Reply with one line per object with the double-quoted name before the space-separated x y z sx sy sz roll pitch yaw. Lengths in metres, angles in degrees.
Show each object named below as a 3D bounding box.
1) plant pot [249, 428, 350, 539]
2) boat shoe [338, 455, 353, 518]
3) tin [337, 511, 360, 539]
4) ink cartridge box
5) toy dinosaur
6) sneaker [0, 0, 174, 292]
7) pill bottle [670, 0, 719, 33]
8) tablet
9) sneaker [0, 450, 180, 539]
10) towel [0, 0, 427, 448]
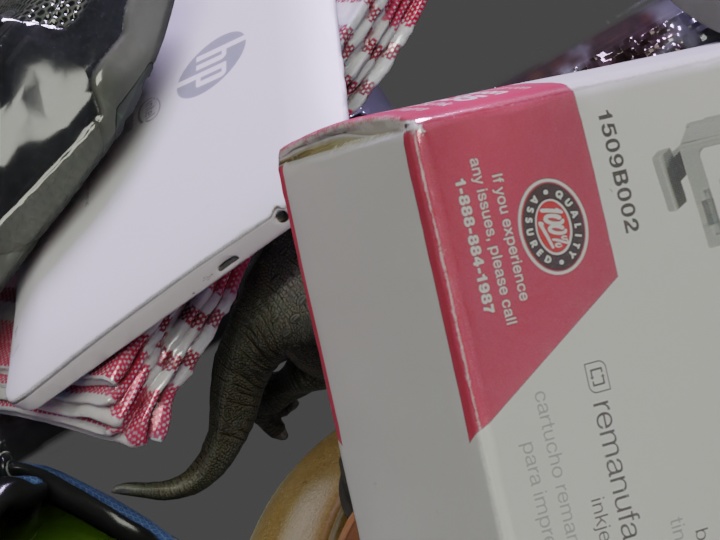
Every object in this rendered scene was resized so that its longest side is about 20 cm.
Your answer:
"plant pot" 0.061 0.109 0.843 0.199 0.028 0.201 5 54 -7
"boat shoe" 0.079 0.032 0.859 0.199 0.057 0.067 -16 65 -27
"tin" 0.079 0.078 0.793 0.200 0.042 0.112 -32 95 -25
"ink cartridge box" 0.095 0.015 0.732 0.199 0.083 0.147 -14 91 -27
"toy dinosaur" 0.000 0.000 0.886 0.199 0.102 0.077 -23 66 -11
"sneaker" -0.140 -0.053 0.859 0.114 0.076 0.200 41 76 -21
"pill bottle" 0.174 -0.173 0.939 0.200 0.112 0.111 -42 69 -11
"tablet" -0.059 -0.049 0.880 0.130 0.014 0.200 -35 30 18
"sneaker" -0.125 0.081 0.876 0.199 0.089 0.079 17 69 15
"towel" -0.061 -0.032 0.904 0.146 0.030 0.200 3 54 53
